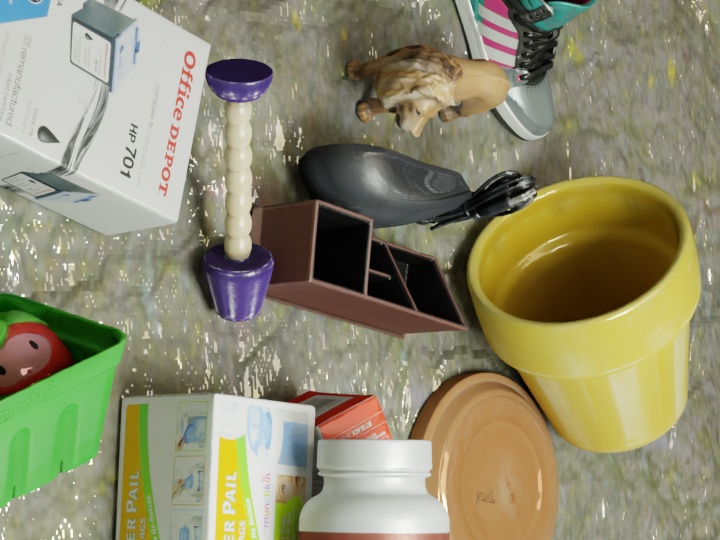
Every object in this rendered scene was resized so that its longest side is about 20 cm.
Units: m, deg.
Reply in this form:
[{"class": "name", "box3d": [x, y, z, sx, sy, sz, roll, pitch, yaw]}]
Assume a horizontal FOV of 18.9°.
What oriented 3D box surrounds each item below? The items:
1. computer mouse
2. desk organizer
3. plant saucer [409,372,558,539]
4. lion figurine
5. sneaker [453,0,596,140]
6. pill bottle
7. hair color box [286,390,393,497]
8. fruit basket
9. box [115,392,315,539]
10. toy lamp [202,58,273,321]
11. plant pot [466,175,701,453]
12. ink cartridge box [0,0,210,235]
[{"class": "computer mouse", "box3d": [0.036, -0.058, 1.775, 0.199, 0.138, 0.053, 12, 73, -37]}, {"class": "desk organizer", "box3d": [0.000, 0.000, 1.755, 0.199, 0.077, 0.072, 18, 73, -46]}, {"class": "plant saucer", "box3d": [0.113, 0.190, 1.895, 0.199, 0.032, 0.203, 7, 80, -47]}, {"class": "lion figurine", "box3d": [0.071, -0.157, 1.817, 0.199, 0.122, 0.073, -17, 98, -48]}, {"class": "sneaker", "box3d": [0.161, -0.215, 1.924, 0.084, 0.120, 0.201, -39, 115, -42]}, {"class": "pill bottle", "box3d": [0.009, 0.224, 1.569, 0.112, 0.112, 0.202, 7, 81, -47]}, {"class": "hair color box", "box3d": [-0.002, 0.198, 1.691, 0.064, 0.111, 0.202, -25, 102, -28]}, {"class": "fruit basket", "box3d": [-0.271, 0.048, 1.413, 0.215, 0.155, 0.218, -24, 121, -47]}, {"class": "box", "box3d": [-0.109, 0.196, 1.595, 0.112, 0.101, 0.202, 10, 78, -48]}, {"class": "toy lamp", "box3d": [-0.091, -0.057, 1.636, 0.058, 0.058, 0.202, -26, 129, -46]}, {"class": "plant pot", "box3d": [0.209, 0.051, 1.913, 0.201, 0.199, 0.190, -54, 140, -36]}, {"class": "ink cartridge box", "box3d": [-0.212, -0.129, 1.528, 0.199, 0.085, 0.148, 26, 65, -42]}]
